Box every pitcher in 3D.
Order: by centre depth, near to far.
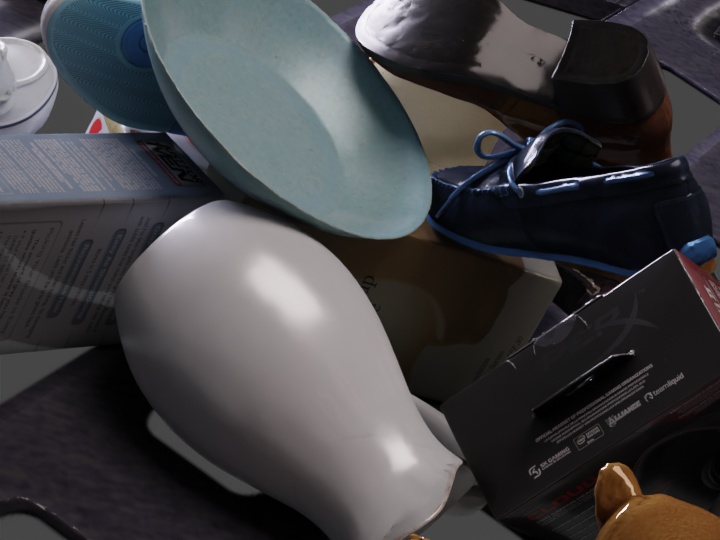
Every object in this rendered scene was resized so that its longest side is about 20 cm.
[{"bbox_3d":[-0.022,0.061,1.361,0.200,0.121,0.172,47,19,12],"label":"pitcher"}]

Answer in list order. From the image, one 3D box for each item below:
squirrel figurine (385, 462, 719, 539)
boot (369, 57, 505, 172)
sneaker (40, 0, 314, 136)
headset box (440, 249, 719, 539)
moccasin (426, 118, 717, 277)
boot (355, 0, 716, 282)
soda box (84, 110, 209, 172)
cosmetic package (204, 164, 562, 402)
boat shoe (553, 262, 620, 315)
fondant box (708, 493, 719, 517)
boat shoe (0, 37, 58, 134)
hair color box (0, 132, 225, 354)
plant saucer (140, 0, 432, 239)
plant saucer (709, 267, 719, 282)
[{"bbox_3d":[0.085,0.180,1.161,0.200,0.187,0.142,12,31,-29],"label":"squirrel figurine"},{"bbox_3d":[0.010,-0.125,1.655,0.200,0.156,0.073,39,28,19],"label":"boot"},{"bbox_3d":[-0.107,-0.138,1.515,0.200,0.080,0.131,22,27,-35],"label":"sneaker"},{"bbox_3d":[0.145,0.076,1.361,0.200,0.149,0.075,31,28,-58],"label":"headset box"},{"bbox_3d":[0.112,-0.046,1.398,0.080,0.068,0.200,-23,22,-40],"label":"moccasin"},{"bbox_3d":[0.102,-0.075,1.511,0.188,0.200,0.069,7,58,23],"label":"boot"},{"bbox_3d":[-0.065,-0.043,1.543,0.200,0.064,0.068,12,31,-29],"label":"soda box"},{"bbox_3d":[0.000,0.000,1.488,0.200,0.105,0.071,15,30,-22],"label":"cosmetic package"},{"bbox_3d":[0.162,0.037,1.618,0.200,0.072,0.065,36,71,7],"label":"boat shoe"},{"bbox_3d":[0.255,0.192,1.351,0.200,0.144,0.058,27,26,-4],"label":"fondant box"},{"bbox_3d":[-0.226,-0.108,1.497,0.073,0.065,0.200,34,27,10],"label":"boat shoe"},{"bbox_3d":[-0.174,-0.013,1.346,0.200,0.099,0.061,-4,40,-47],"label":"hair color box"},{"bbox_3d":[-0.048,-0.086,1.406,0.201,0.039,0.201,34,31,-24],"label":"plant saucer"},{"bbox_3d":[0.208,0.016,1.649,0.070,0.019,0.200,37,-2,27],"label":"plant saucer"}]
